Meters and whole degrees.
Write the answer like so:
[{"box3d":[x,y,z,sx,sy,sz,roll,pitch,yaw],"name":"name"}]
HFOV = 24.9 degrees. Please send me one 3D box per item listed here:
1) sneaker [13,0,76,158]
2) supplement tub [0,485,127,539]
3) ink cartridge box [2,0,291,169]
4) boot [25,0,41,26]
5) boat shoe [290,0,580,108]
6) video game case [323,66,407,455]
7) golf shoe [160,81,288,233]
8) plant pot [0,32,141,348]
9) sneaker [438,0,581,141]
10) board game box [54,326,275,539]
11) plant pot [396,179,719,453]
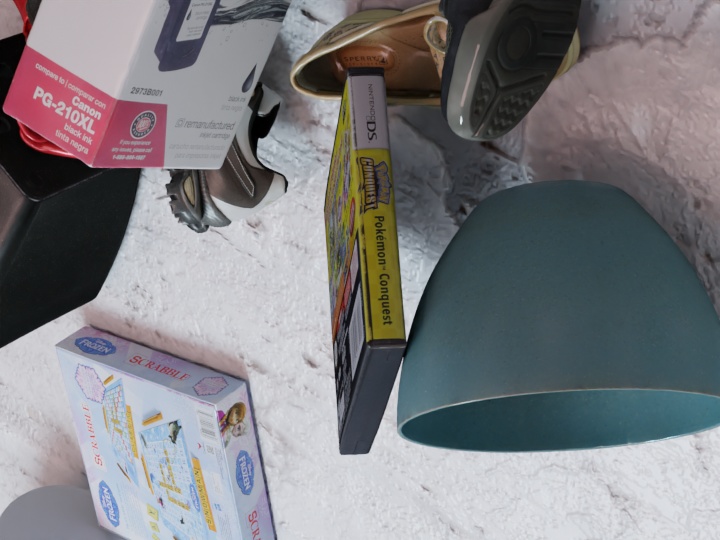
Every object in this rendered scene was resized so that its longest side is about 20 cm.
[{"box3d":[-0.225,-0.163,1.199,0.200,0.115,0.079,43,138,14],"name":"sneaker"},{"box3d":[-0.295,0.315,1.561,0.144,0.144,0.201,37,136,21],"name":"supplement tub"},{"box3d":[-0.117,-0.170,1.014,0.084,0.145,0.201,31,107,23],"name":"ink cartridge box"},{"box3d":[-0.196,-0.247,1.139,0.131,0.068,0.200,-49,58,22],"name":"boot"},{"box3d":[0.044,-0.129,1.001,0.199,0.063,0.074,-4,112,45],"name":"boat shoe"},{"box3d":[0.000,0.000,1.030,0.200,0.025,0.182,103,164,-66],"name":"video game case"},{"box3d":[-0.104,-0.131,1.149,0.094,0.078,0.201,-13,88,4],"name":"golf shoe"},{"box3d":[-0.289,-0.070,1.277,0.200,0.199,0.177,50,128,6],"name":"plant pot"},{"box3d":[0.066,-0.176,0.911,0.114,0.076,0.201,20,103,44],"name":"sneaker"},{"box3d":[-0.167,0.164,1.416,0.199,0.041,0.201,16,126,36],"name":"board game box"},{"box3d":[0.117,0.025,0.962,0.200,0.199,0.136,-22,65,49],"name":"plant pot"}]
